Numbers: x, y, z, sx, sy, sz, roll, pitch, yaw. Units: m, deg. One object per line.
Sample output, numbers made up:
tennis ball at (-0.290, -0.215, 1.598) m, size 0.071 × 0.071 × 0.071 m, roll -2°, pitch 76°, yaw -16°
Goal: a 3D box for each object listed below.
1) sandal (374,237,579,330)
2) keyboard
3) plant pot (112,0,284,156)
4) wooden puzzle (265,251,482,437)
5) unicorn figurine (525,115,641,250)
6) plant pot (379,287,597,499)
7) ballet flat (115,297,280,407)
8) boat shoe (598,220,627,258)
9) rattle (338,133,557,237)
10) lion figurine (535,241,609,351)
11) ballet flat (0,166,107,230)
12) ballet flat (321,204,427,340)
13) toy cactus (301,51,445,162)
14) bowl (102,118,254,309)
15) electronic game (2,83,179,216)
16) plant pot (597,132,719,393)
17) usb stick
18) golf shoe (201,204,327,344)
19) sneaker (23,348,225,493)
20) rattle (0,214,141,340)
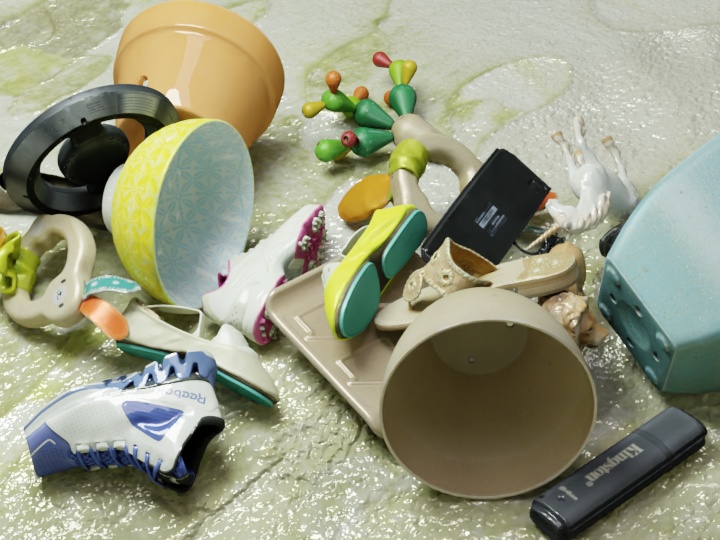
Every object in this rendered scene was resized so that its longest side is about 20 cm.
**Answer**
sandal at (0.105, -0.003, 1.612) m, size 0.209 × 0.070 × 0.078 m, roll -13°, pitch 23°, yaw 14°
keyboard at (0.150, -0.036, 1.741) m, size 0.127 × 0.021 × 0.200 m, roll 42°, pitch 51°, yaw -2°
plant pot at (-0.194, -0.184, 1.860) m, size 0.198 × 0.201 × 0.141 m, roll 5°, pitch 48°, yaw 8°
wooden puzzle at (0.028, 0.068, 1.669) m, size 0.184 × 0.047 × 0.200 m, roll -26°, pitch 58°, yaw -28°
unicorn figurine at (0.251, -0.092, 1.781) m, size 0.199 × 0.074 × 0.139 m, roll 5°, pitch 56°, yaw -39°
plant pot at (0.115, 0.094, 1.545) m, size 0.198 × 0.202 × 0.135 m, roll -2°, pitch 31°, yaw 0°
ballet flat at (-0.159, 0.075, 1.652) m, size 0.198 × 0.070 × 0.070 m, roll 19°, pitch 45°, yaw 21°
boat shoe at (0.352, -0.042, 1.776) m, size 0.198 × 0.073 × 0.068 m, roll -15°, pitch 18°, yaw -22°
rattle at (0.100, -0.063, 1.828) m, size 0.198 × 0.143 × 0.131 m, roll 7°, pitch 47°, yaw -33°
lion figurine at (0.203, 0.027, 1.660) m, size 0.072 × 0.123 × 0.201 m, roll -1°, pitch 41°, yaw 1°
ballet flat at (-0.357, -0.092, 1.868) m, size 0.198 × 0.047 × 0.068 m, roll 14°, pitch 45°, yaw 16°
ballet flat at (0.000, 0.000, 1.659) m, size 0.066 × 0.067 × 0.200 m, roll 9°, pitch 41°, yaw 28°
toy cactus at (0.030, -0.186, 1.940) m, size 0.164 × 0.103 × 0.200 m, roll 27°, pitch 39°, yaw 15°
bowl at (-0.207, -0.065, 1.728) m, size 0.107 × 0.202 × 0.201 m, roll 11°, pitch 42°, yaw 25°
electronic game at (-0.284, -0.125, 1.742) m, size 0.198 × 0.201 × 0.042 m, roll -20°, pitch 62°, yaw -19°
plant pot at (0.345, 0.008, 1.609) m, size 0.199 × 0.196 × 0.197 m, roll -29°, pitch 66°, yaw -11°
usb stick at (0.244, 0.190, 1.544) m, size 0.199 × 0.033 × 0.055 m, roll -29°, pitch 49°, yaw -27°
golf shoe at (-0.100, -0.008, 1.749) m, size 0.091 × 0.076 × 0.201 m, roll 12°, pitch 42°, yaw 19°
sneaker at (-0.213, 0.161, 1.548) m, size 0.198 × 0.081 × 0.116 m, roll -23°, pitch 60°, yaw -6°
rattle at (-0.329, -0.007, 1.674) m, size 0.130 × 0.143 × 0.200 m, roll -41°, pitch 40°, yaw -9°
